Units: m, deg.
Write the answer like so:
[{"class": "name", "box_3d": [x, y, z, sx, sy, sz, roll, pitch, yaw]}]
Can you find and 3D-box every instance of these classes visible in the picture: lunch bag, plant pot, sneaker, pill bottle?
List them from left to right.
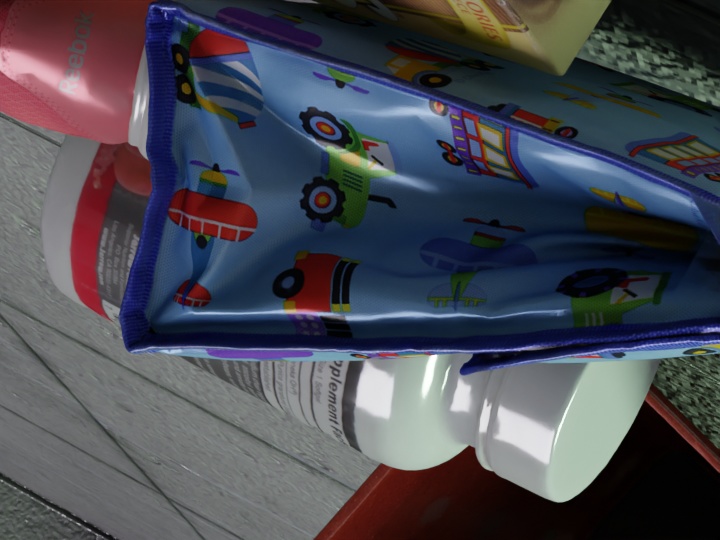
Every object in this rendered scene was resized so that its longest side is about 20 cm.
[{"class": "sneaker", "box_3d": [-0.084, -0.081, 0.849, 0.087, 0.074, 0.200, 13, -172, -10]}, {"class": "pill bottle", "box_3d": [0.000, 0.000, 0.979, 0.200, 0.111, 0.111, 26, 167, 21]}, {"class": "lunch bag", "box_3d": [0.064, -0.015, 0.741, 0.200, 0.094, 0.151, 8, -174, 29]}, {"class": "plant pot", "box_3d": [0.100, 0.153, 1.107, 0.200, 0.200, 0.176, 45, -169, 21]}]

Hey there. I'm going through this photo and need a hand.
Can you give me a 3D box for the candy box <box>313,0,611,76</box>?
[{"class": "candy box", "box_3d": [-0.035, -0.121, 0.716, 0.200, 0.055, 0.115, 22, 164, 41]}]
